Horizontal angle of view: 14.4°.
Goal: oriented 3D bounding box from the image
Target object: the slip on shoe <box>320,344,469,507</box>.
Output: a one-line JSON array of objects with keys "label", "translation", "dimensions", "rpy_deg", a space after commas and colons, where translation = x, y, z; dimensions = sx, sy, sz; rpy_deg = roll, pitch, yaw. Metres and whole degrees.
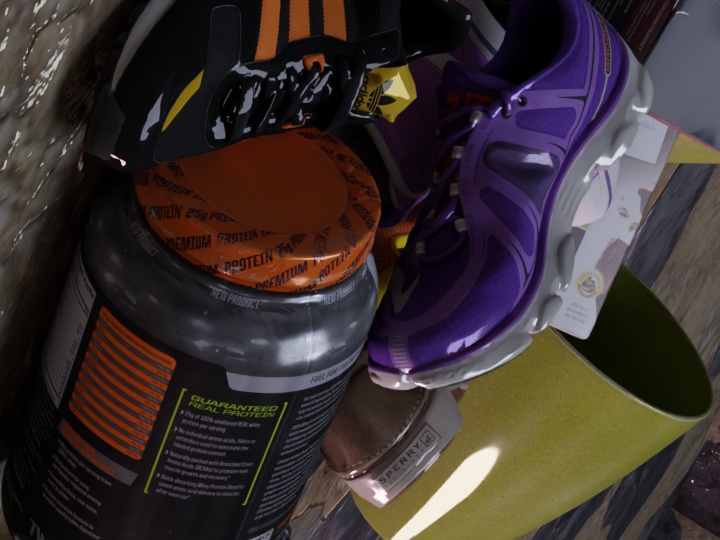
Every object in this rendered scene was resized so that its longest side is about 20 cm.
[{"label": "slip on shoe", "translation": [0.003, 0.060, 1.285], "dimensions": [0.076, 0.061, 0.200], "rpy_deg": [-46, -177, 5]}]

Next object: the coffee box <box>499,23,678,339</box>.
[{"label": "coffee box", "translation": [0.102, -0.081, 1.447], "dimensions": [0.200, 0.080, 0.113], "rpy_deg": [-66, -153, 4]}]

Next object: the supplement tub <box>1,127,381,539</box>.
[{"label": "supplement tub", "translation": [-0.067, 0.037, 1.153], "dimensions": [0.123, 0.122, 0.200], "rpy_deg": [-42, 160, -51]}]

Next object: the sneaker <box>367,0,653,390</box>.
[{"label": "sneaker", "translation": [0.047, -0.038, 1.171], "dimensions": [0.083, 0.081, 0.200], "rpy_deg": [52, 52, -37]}]

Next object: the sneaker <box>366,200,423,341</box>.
[{"label": "sneaker", "translation": [0.034, 0.005, 1.293], "dimensions": [0.200, 0.077, 0.073], "rpy_deg": [-18, 121, -60]}]

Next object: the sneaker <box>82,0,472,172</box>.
[{"label": "sneaker", "translation": [-0.025, -0.084, 1.098], "dimensions": [0.200, 0.090, 0.070], "rpy_deg": [-43, 160, -52]}]

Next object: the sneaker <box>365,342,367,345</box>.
[{"label": "sneaker", "translation": [0.000, 0.000, 1.408], "dimensions": [0.200, 0.085, 0.073], "rpy_deg": [-53, 165, -32]}]

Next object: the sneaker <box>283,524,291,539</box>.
[{"label": "sneaker", "translation": [-0.061, 0.109, 1.396], "dimensions": [0.074, 0.081, 0.200], "rpy_deg": [-23, -172, 39]}]

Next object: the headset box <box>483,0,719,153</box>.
[{"label": "headset box", "translation": [0.136, -0.155, 1.300], "dimensions": [0.075, 0.200, 0.149], "rpy_deg": [25, 98, -38]}]

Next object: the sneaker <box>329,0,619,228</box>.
[{"label": "sneaker", "translation": [0.036, -0.051, 1.255], "dimensions": [0.200, 0.073, 0.114], "rpy_deg": [41, 56, -37]}]

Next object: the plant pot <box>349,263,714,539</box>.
[{"label": "plant pot", "translation": [0.088, 0.090, 1.807], "dimensions": [0.200, 0.187, 0.187], "rpy_deg": [-47, 172, 22]}]

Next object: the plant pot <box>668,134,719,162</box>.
[{"label": "plant pot", "translation": [0.226, -0.133, 1.528], "dimensions": [0.200, 0.187, 0.187], "rpy_deg": [-24, -167, 39]}]
